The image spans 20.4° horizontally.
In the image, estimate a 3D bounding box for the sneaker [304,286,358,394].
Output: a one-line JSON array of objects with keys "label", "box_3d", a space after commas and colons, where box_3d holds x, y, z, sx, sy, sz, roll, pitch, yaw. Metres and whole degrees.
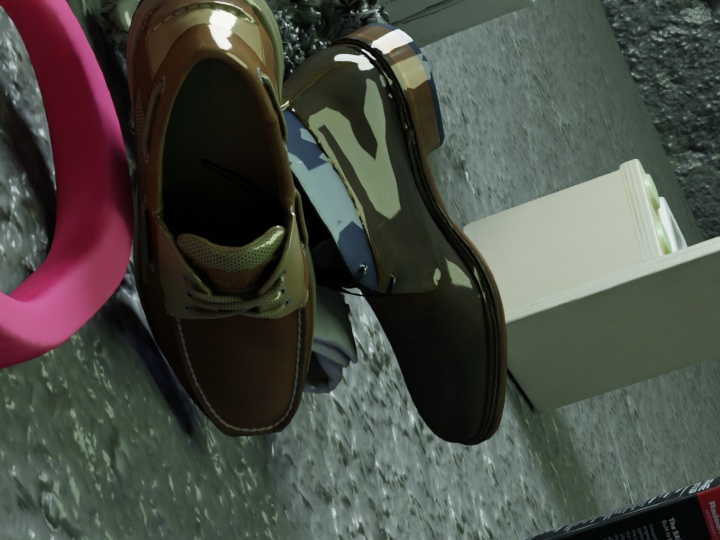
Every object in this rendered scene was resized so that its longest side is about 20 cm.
[{"label": "sneaker", "box_3d": [-0.030, 0.006, 0.959, 0.200, 0.074, 0.116, 7, 67, -64]}]

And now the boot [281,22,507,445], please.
[{"label": "boot", "box_3d": [0.000, 0.000, 0.886, 0.097, 0.075, 0.200, -29, 107, -41]}]

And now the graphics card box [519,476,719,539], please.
[{"label": "graphics card box", "box_3d": [0.103, 0.184, 0.939, 0.051, 0.200, 0.126, -7, 77, -75]}]

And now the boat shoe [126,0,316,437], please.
[{"label": "boat shoe", "box_3d": [-0.057, -0.015, 0.789, 0.074, 0.076, 0.200, -104, -175, -59]}]

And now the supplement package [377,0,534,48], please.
[{"label": "supplement package", "box_3d": [0.034, -0.233, 1.394, 0.200, 0.117, 0.117, 6, 66, -74]}]

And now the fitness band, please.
[{"label": "fitness band", "box_3d": [-0.131, -0.045, 0.704, 0.200, 0.037, 0.144, -59, 128, -71]}]

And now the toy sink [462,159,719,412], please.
[{"label": "toy sink", "box_3d": [0.197, 0.004, 1.520, 0.130, 0.200, 0.112, 52, 23, -48]}]

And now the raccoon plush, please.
[{"label": "raccoon plush", "box_3d": [-0.065, -0.080, 0.970, 0.097, 0.134, 0.200, 63, -23, 21]}]
